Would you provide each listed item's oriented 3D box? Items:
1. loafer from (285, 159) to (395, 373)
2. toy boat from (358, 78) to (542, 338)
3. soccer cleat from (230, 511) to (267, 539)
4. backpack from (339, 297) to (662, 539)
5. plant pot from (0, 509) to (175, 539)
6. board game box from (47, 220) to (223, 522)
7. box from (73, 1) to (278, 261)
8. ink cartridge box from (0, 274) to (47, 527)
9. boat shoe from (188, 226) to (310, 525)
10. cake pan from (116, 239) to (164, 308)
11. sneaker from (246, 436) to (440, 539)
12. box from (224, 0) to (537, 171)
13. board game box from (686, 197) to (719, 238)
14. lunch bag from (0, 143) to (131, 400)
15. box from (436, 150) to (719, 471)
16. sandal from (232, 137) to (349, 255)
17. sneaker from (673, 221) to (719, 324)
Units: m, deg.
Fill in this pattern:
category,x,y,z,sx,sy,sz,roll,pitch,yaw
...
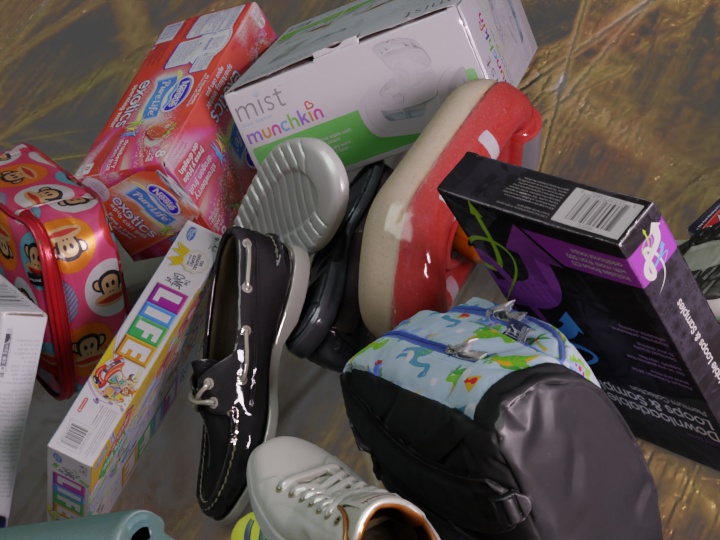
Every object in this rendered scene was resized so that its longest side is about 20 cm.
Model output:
category,x,y,z,sx,sy,sz,roll,pitch,yaw
loafer,0.000,0.000,1.153,0.072,0.063,0.201,-45,17,42
toy boat,0.085,-0.023,1.068,0.130,0.131,0.201,25,61,19
soccer cleat,-0.046,0.209,0.916,0.083,0.065,0.200,-25,36,-13
backpack,0.073,0.096,0.900,0.199,0.164,0.154,4,40,50
plant pot,-0.201,0.232,0.926,0.195,0.201,0.201,-15,38,13
board game box,-0.157,0.080,1.114,0.034,0.135,0.201,24,57,5
box,-0.134,-0.113,1.282,0.099,0.096,0.201,-9,41,33
ink cartridge box,-0.303,0.094,1.181,0.199,0.040,0.202,29,111,53
boat shoe,-0.086,0.068,1.071,0.074,0.060,0.202,-9,64,58
cake pan,-0.170,-0.039,1.339,0.199,0.037,0.201,-21,37,17
sneaker,0.001,0.139,0.888,0.072,0.085,0.200,-18,39,-29
box,0.020,-0.159,1.232,0.199,0.097,0.177,-18,20,22
board game box,0.306,-0.053,0.951,0.200,0.062,0.200,-41,34,-9
lunch bag,-0.246,0.009,1.229,0.081,0.177,0.200,-20,30,-27
box,0.138,0.027,0.872,0.036,0.200,0.143,-49,37,-16
sandal,-0.047,-0.042,1.161,0.049,0.083,0.203,-14,-13,-29
sneaker,0.193,0.028,0.937,0.077,0.089,0.200,-45,14,-16
